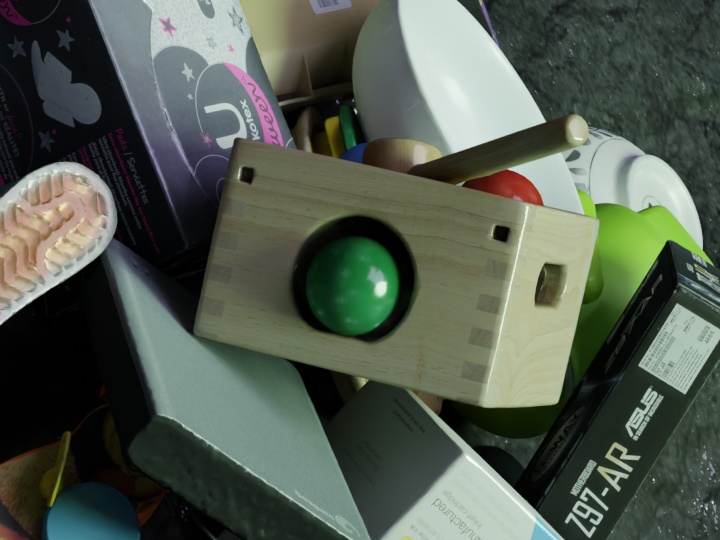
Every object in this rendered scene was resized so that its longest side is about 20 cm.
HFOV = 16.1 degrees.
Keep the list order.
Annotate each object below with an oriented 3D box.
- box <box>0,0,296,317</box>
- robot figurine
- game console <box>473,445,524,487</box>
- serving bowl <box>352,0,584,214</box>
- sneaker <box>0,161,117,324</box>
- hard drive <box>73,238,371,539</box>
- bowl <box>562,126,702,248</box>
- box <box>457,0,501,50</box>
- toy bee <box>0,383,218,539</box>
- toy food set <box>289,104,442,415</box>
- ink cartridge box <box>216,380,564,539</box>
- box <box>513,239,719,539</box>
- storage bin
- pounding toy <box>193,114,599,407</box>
[{"bbox_3d":[-0.128,-0.095,1.379,0.132,0.114,0.201,-17,85,-54],"label":"box"},{"bbox_3d":[0.129,0.032,1.605,0.199,0.176,0.116,-26,70,-26],"label":"robot figurine"},{"bbox_3d":[0.069,0.217,1.547,0.199,0.116,0.177,-11,109,-54],"label":"game console"},{"bbox_3d":[0.054,-0.069,1.480,0.200,0.066,0.201,48,24,-30],"label":"serving bowl"},{"bbox_3d":[-0.213,0.013,1.253,0.199,0.080,0.072,-30,94,-34],"label":"sneaker"},{"bbox_3d":[-0.069,0.069,1.236,0.139,0.033,0.200,37,12,-25],"label":"hard drive"},{"bbox_3d":[0.173,-0.022,1.753,0.200,0.094,0.202,28,51,-41],"label":"bowl"},{"bbox_3d":[0.054,-0.191,1.642,0.200,0.036,0.144,65,5,-53],"label":"box"},{"bbox_3d":[-0.136,0.107,1.244,0.199,0.131,0.109,1,67,-38],"label":"toy bee"},{"bbox_3d":[0.000,0.000,1.485,0.198,0.048,0.201,22,55,-82],"label":"toy food set"},{"bbox_3d":[0.003,0.179,1.330,0.129,0.200,0.125,43,0,-27],"label":"ink cartridge box"},{"bbox_3d":[0.147,0.088,1.468,0.043,0.201,0.160,31,12,-1],"label":"box"},{"bbox_3d":[-0.067,-0.188,1.532,0.200,0.093,0.200,-18,86,-56],"label":"storage bin"},{"bbox_3d":[0.032,-0.016,1.268,0.200,0.183,0.143,7,96,-72],"label":"pounding toy"}]
